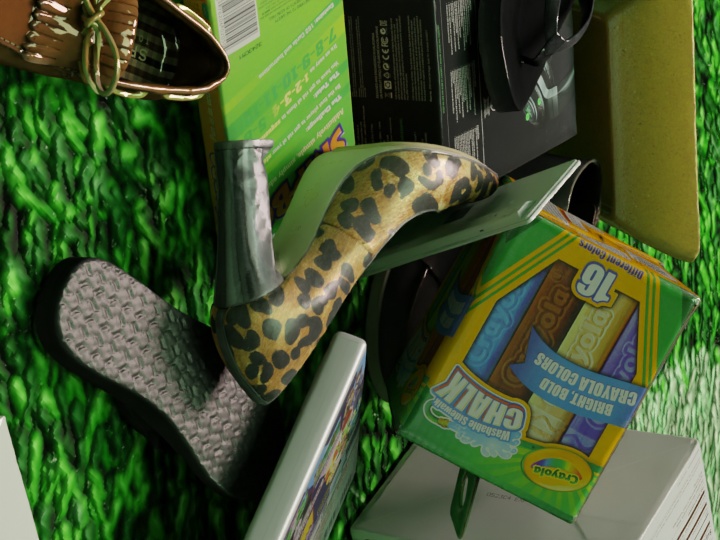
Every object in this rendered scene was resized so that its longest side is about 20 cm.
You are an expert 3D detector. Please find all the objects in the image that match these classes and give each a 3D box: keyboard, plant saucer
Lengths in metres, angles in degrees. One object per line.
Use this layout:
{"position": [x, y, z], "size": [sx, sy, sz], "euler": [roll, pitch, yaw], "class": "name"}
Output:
{"position": [0.054, -0.027, 1.398], "size": [0.056, 0.200, 0.011], "euler": [-41, 103, -33], "class": "keyboard"}
{"position": [0.157, -0.119, 1.593], "size": [0.048, 0.200, 0.200], "euler": [-11, 109, -20], "class": "plant saucer"}

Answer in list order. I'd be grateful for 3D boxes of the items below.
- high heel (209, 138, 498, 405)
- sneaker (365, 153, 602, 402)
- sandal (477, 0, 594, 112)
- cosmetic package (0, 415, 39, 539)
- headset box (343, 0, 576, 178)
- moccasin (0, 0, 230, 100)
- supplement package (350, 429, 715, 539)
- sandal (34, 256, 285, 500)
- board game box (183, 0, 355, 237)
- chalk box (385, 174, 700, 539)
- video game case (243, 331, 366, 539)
{"position": [0.000, 0.000, 1.318], "size": [0.200, 0.071, 0.143], "euler": [-1, 89, -37], "class": "high heel"}
{"position": [0.079, -0.002, 1.518], "size": [0.075, 0.106, 0.200], "euler": [52, 53, -50], "class": "sneaker"}
{"position": [0.121, -0.180, 1.433], "size": [0.200, 0.043, 0.076], "euler": [-64, 144, -32], "class": "sandal"}
{"position": [-0.201, 0.163, 1.076], "size": [0.085, 0.108, 0.200], "euler": [-44, 133, -48], "class": "cosmetic package"}
{"position": [0.056, -0.149, 1.464], "size": [0.200, 0.093, 0.174], "euler": [-31, 122, -54], "class": "headset box"}
{"position": [-0.134, -0.121, 1.159], "size": [0.201, 0.078, 0.074], "euler": [28, 74, -58], "class": "moccasin"}
{"position": [0.125, 0.217, 1.559], "size": [0.147, 0.191, 0.200], "euler": [-49, 136, -43], "class": "supplement package"}
{"position": [-0.109, 0.056, 1.281], "size": [0.200, 0.048, 0.075], "euler": [45, 58, -38], "class": "sandal"}
{"position": [-0.046, -0.094, 1.314], "size": [0.096, 0.030, 0.200], "euler": [-36, 137, -31], "class": "board game box"}
{"position": [0.094, 0.064, 1.428], "size": [0.200, 0.124, 0.125], "euler": [-60, -172, 7], "class": "chalk box"}
{"position": [-0.044, 0.158, 1.356], "size": [0.182, 0.023, 0.200], "euler": [94, 18, -62], "class": "video game case"}
